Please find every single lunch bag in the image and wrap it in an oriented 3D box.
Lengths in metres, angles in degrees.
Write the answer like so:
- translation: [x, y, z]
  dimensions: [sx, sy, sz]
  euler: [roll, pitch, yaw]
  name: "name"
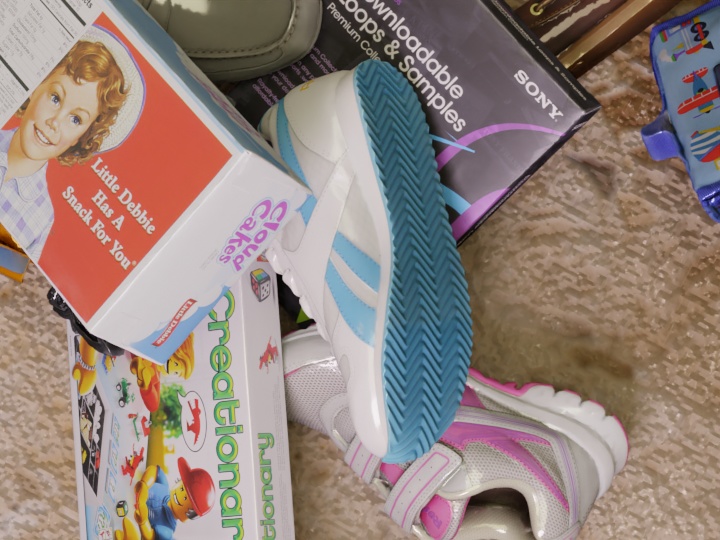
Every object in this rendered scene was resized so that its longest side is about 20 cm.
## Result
- translation: [0.242, -0.096, 1.302]
  dimensions: [0.199, 0.094, 0.151]
  euler: [-19, 40, 8]
  name: "lunch bag"

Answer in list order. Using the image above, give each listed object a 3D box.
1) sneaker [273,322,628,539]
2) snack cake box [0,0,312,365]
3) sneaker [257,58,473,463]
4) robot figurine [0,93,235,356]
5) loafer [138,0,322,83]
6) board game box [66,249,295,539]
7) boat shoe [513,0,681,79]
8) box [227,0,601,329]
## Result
- translation: [0.036, 0.091, 1.306]
  dimensions: [0.199, 0.081, 0.088]
  euler: [18, 52, 4]
  name: "sneaker"
- translation: [-0.129, -0.066, 1.222]
  dimensions: [0.115, 0.067, 0.200]
  euler: [-47, 58, 8]
  name: "snack cake box"
- translation: [0.000, 0.000, 1.273]
  dimensions: [0.081, 0.076, 0.201]
  euler: [-16, 77, 35]
  name: "sneaker"
- translation: [-0.138, -0.040, 1.304]
  dimensions: [0.200, 0.058, 0.145]
  euler: [22, 85, 42]
  name: "robot figurine"
- translation: [-0.115, -0.139, 1.319]
  dimensions: [0.199, 0.070, 0.070]
  euler: [6, 83, 27]
  name: "loafer"
- translation: [-0.094, 0.085, 1.317]
  dimensions: [0.126, 0.035, 0.201]
  euler: [-9, 83, 37]
  name: "board game box"
- translation: [0.114, -0.142, 1.344]
  dimensions: [0.200, 0.070, 0.070]
  euler: [-37, 81, -1]
  name: "boat shoe"
- translation: [0.008, -0.070, 1.322]
  dimensions: [0.143, 0.036, 0.200]
  euler: [47, 111, 5]
  name: "box"
